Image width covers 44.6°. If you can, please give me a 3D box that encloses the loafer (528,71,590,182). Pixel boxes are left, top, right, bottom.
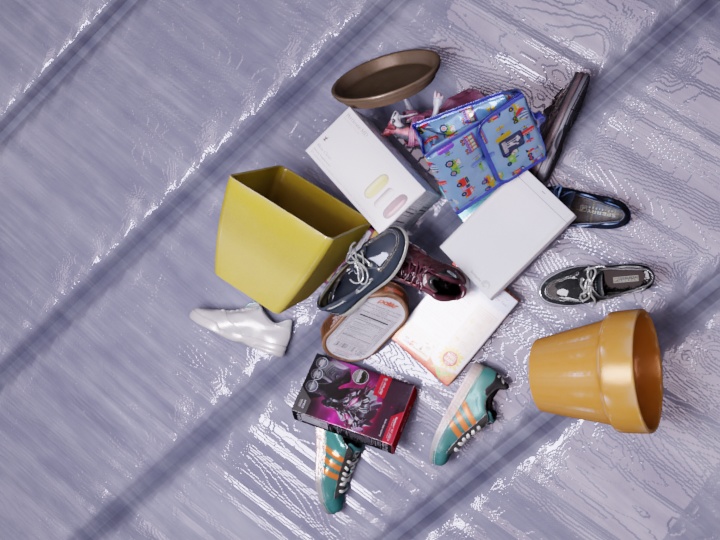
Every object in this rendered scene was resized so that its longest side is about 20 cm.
[{"bbox_3d":[0.331,-0.254,1.515,0.063,0.072,0.200,25,99,19],"label":"loafer"}]

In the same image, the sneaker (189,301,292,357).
[{"bbox_3d":[-0.225,0.095,1.677,0.200,0.075,0.089,19,84,8],"label":"sneaker"}]

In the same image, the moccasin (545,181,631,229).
[{"bbox_3d":[0.362,-0.113,1.508,0.200,0.068,0.081,3,92,17],"label":"moccasin"}]

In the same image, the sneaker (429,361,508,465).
[{"bbox_3d":[0.192,0.267,1.554,0.080,0.071,0.200,28,97,16],"label":"sneaker"}]

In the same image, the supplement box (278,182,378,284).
[{"bbox_3d":[-0.062,-0.056,1.604,0.200,0.103,0.131,31,99,11],"label":"supplement box"}]

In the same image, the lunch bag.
[{"bbox_3d":[0.210,-0.210,1.449,0.200,0.151,0.094,-26,43,11],"label":"lunch bag"}]

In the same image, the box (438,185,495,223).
[{"bbox_3d":[0.229,-0.092,1.554,0.082,0.049,0.200,-37,82,13],"label":"box"}]

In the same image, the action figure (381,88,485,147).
[{"bbox_3d":[0.133,-0.253,1.539,0.200,0.134,0.149,-15,114,-7],"label":"action figure"}]

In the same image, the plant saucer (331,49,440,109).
[{"bbox_3d":[0.046,-0.334,1.539,0.200,0.200,0.029,-10,122,15],"label":"plant saucer"}]

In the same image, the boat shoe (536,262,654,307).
[{"bbox_3d":[0.401,0.026,1.502,0.199,0.068,0.074,-3,90,15],"label":"boat shoe"}]

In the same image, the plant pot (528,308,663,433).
[{"bbox_3d":[0.387,0.170,1.459,0.183,0.200,0.200,-7,90,31],"label":"plant pot"}]

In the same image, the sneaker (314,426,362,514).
[{"bbox_3d":[-0.037,0.353,1.624,0.080,0.071,0.200,-2,89,19],"label":"sneaker"}]

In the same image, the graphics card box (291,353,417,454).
[{"bbox_3d":[-0.011,0.240,1.598,0.200,0.051,0.126,17,62,15],"label":"graphics card box"}]

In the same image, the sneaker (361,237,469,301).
[{"bbox_3d":[0.094,-0.001,1.480,0.200,0.116,0.076,19,99,-1],"label":"sneaker"}]

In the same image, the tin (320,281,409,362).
[{"bbox_3d":[0.008,0.095,1.572,0.112,0.042,0.200,20,130,-27],"label":"tin"}]

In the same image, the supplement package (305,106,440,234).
[{"bbox_3d":[0.026,-0.170,1.551,0.111,0.156,0.200,-44,80,11],"label":"supplement package"}]

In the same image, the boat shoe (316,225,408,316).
[{"bbox_3d":[0.000,0.000,1.470,0.200,0.062,0.075,-44,58,27],"label":"boat shoe"}]

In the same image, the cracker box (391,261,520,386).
[{"bbox_3d":[0.171,0.088,1.570,0.134,0.058,0.200,41,101,11],"label":"cracker box"}]

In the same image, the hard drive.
[{"bbox_3d":[0.250,-0.065,1.498,0.200,0.027,0.132,-46,68,11],"label":"hard drive"}]

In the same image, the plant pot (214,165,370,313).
[{"bbox_3d":[-0.131,-0.045,1.478,0.200,0.200,0.177,32,110,12],"label":"plant pot"}]
